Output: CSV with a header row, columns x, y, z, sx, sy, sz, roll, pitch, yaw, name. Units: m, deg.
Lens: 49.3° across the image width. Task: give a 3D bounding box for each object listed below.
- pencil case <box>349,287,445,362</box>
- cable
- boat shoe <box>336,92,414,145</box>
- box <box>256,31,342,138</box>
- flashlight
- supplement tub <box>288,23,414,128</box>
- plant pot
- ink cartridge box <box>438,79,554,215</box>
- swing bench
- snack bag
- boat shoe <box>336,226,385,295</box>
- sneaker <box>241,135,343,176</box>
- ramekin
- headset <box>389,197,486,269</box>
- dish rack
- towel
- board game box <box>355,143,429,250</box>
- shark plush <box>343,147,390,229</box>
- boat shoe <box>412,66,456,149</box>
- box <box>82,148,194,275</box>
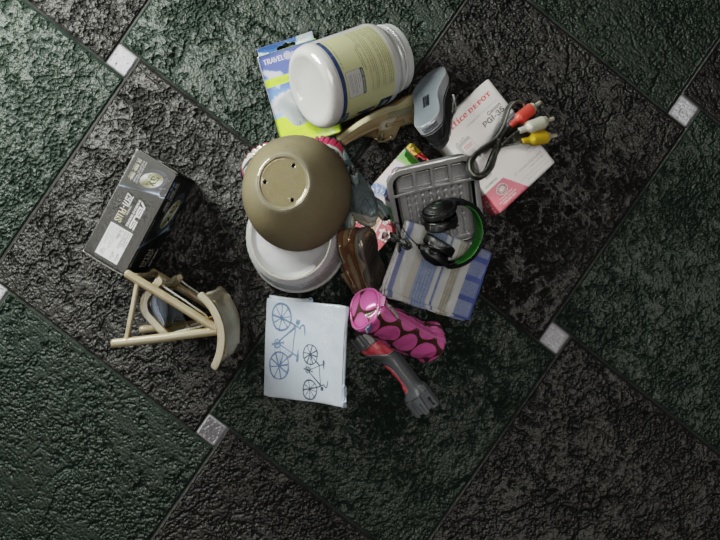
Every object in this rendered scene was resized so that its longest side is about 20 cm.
x,y,z,sx,sy,sz,roll,pitch,yaw,name
0.073,0.102,1.429,0.093,0.198,0.093,-31,49,34,pencil case
0.258,-0.239,1.383,0.198,0.050,0.099,-31,92,-25,cable
0.048,-0.272,1.461,0.197,0.072,0.066,-28,102,-18,boat shoe
-0.116,-0.339,1.477,0.119,0.048,0.205,-17,93,-1,box
0.063,0.189,1.491,0.067,0.068,0.202,-37,97,-5,flashlight
-0.014,-0.353,1.401,0.197,0.144,0.148,-27,93,-30,supplement tub
-0.119,-0.140,1.335,0.194,0.134,0.207,0,87,7,plant pot
0.241,-0.228,1.471,0.146,0.083,0.201,-41,92,0,ink cartridge box
-0.315,0.082,1.407,0.194,0.199,0.133,12,91,-2,swing bench
-0.100,0.146,1.455,0.196,0.021,0.194,2,90,33,snack bag
0.000,0.000,1.450,0.070,0.076,0.204,10,131,24,boat shoe
-0.128,-0.192,1.440,0.195,0.081,0.077,-8,64,15,sneaker
-0.122,-0.062,1.448,0.196,0.094,0.209,0,88,6,ramekin
0.143,-0.061,1.394,0.195,0.094,0.127,-2,108,-24,headset
0.139,-0.122,1.450,0.167,0.044,0.204,-13,127,2,dish rack
0.142,0.004,1.474,0.196,0.024,0.150,18,96,-21,towel
0.064,-0.140,1.499,0.095,0.030,0.201,42,88,-2,board game box
0.000,-0.163,1.448,0.088,0.084,0.205,-10,61,3,shark plush
0.139,-0.290,1.401,0.072,0.202,0.068,-27,124,22,boat shoe
-0.395,-0.101,1.418,0.085,0.164,0.203,29,90,-2,box
